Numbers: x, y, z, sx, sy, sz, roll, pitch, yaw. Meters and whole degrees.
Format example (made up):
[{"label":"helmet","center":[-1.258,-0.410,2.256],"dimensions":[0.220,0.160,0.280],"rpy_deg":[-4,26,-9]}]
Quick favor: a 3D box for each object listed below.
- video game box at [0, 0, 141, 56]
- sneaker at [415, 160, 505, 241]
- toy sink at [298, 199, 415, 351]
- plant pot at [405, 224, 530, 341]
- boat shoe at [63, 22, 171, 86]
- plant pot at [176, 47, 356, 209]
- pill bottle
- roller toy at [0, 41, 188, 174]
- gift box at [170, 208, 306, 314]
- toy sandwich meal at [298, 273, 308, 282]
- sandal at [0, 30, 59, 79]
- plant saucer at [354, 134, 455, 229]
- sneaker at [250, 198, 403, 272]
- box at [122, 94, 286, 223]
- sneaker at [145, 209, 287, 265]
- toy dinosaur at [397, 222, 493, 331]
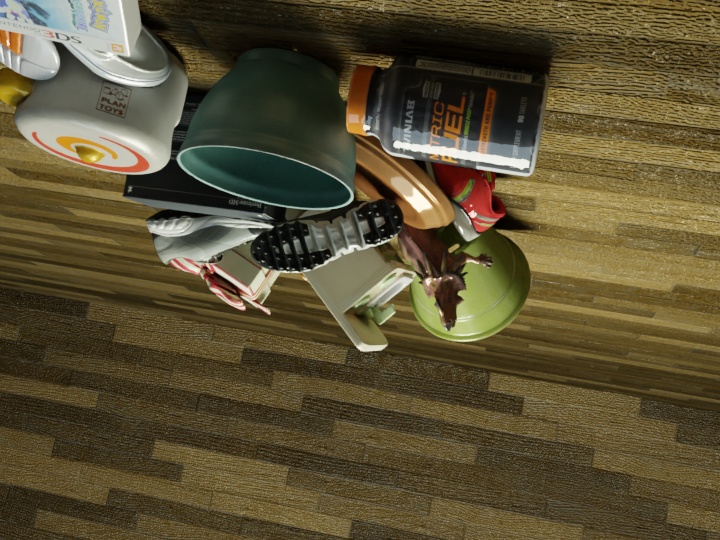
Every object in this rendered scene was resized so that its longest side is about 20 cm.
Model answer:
[{"label":"video game box","center":[-0.292,-0.281,0.838],"dimensions":[0.181,0.047,0.200],"rpy_deg":[9,154,-2]},{"label":"sneaker","center":[0.132,-0.121,1.254],"dimensions":[0.085,0.077,0.200],"rpy_deg":[-30,140,12]},{"label":"toy sink","center":[0.000,0.000,1.355],"dimensions":[0.200,0.112,0.130],"rpy_deg":[54,-168,14]},{"label":"plant pot","center":[0.142,-0.022,1.460],"dimensions":[0.199,0.201,0.190],"rpy_deg":[5,154,25]},{"label":"boat shoe","center":[-0.270,-0.250,0.987],"dimensions":[0.199,0.074,0.067],"rpy_deg":[23,162,-40]},{"label":"plant pot","center":[-0.092,-0.164,1.078],"dimensions":[0.199,0.135,0.200],"rpy_deg":[11,169,2]},{"label":"pill bottle","center":[0.087,-0.163,0.986],"dimensions":[0.198,0.107,0.106],"rpy_deg":[9,168,8]},{"label":"roller toy","center":[-0.303,-0.194,1.121],"dimensions":[0.181,0.141,0.200],"rpy_deg":[7,167,20]},{"label":"gift box","center":[-0.179,-0.049,1.443],"dimensions":[0.184,0.187,0.200],"rpy_deg":[32,168,11]},{"label":"toy sandwich meal","center":[-0.107,-0.044,1.617],"dimensions":[0.205,0.070,0.205],"rpy_deg":[38,180,0]},{"label":"sandal","center":[-0.395,-0.286,1.003],"dimensions":[0.206,0.059,0.079],"rpy_deg":[36,140,-12]},{"label":"plant saucer","center":[0.031,-0.116,1.216],"dimensions":[0.200,0.038,0.200],"rpy_deg":[37,173,5]},{"label":"sneaker","center":[-0.042,-0.045,1.234],"dimensions":[0.199,0.067,0.091],"rpy_deg":[-16,-173,1]},{"label":"box","center":[-0.190,-0.144,1.229],"dimensions":[0.199,0.142,0.079],"rpy_deg":[8,174,16]},{"label":"sneaker","center":[-0.190,-0.049,1.306],"dimensions":[0.199,0.080,0.074],"rpy_deg":[-3,-161,15]},{"label":"toy dinosaur","center":[0.089,-0.022,1.288],"dimensions":[0.200,0.086,0.135],"rpy_deg":[45,-160,18]}]
